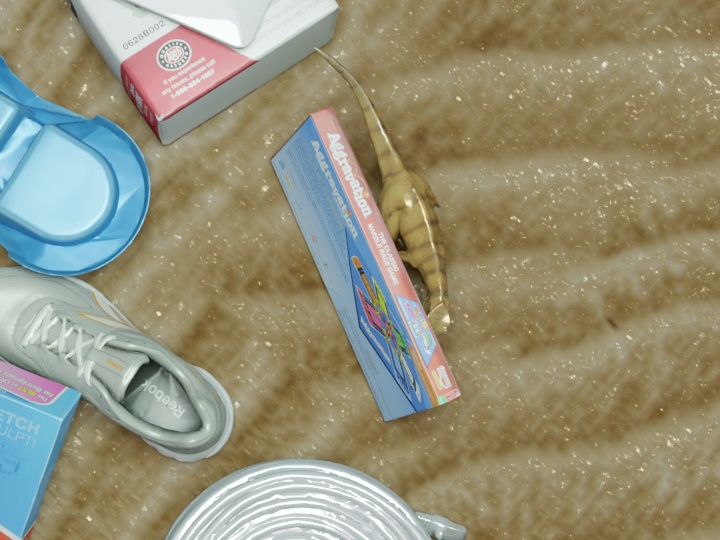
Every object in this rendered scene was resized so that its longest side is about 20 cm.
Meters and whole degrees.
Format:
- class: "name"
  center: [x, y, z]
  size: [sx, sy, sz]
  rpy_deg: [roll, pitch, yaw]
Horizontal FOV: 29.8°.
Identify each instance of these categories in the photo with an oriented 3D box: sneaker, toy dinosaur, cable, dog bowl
- class: "sneaker"
  center: [-0.169, 0.054, 0.876]
  size: [0.200, 0.092, 0.076]
  rpy_deg: [29, 80, -1]
- class: "toy dinosaur"
  center: [0.028, -0.052, 0.899]
  size: [0.060, 0.106, 0.200]
  rpy_deg: [-21, 85, -6]
- class: "cable"
  center: [-0.040, 0.223, 0.880]
  size: [0.200, 0.069, 0.200]
  rpy_deg: [26, 82, -2]
- class: "dog bowl"
  center: [-0.234, -0.072, 0.906]
  size: [0.200, 0.050, 0.112]
  rpy_deg: [31, 82, -1]

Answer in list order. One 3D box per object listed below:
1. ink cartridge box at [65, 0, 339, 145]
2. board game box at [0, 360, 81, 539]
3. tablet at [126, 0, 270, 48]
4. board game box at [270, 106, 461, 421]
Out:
- class: "ink cartridge box"
  center: [-0.129, -0.211, 0.914]
  size: [0.147, 0.083, 0.200]
  rpy_deg: [-34, 88, -8]
- class: "board game box"
  center: [-0.295, 0.109, 0.852]
  size: [0.200, 0.040, 0.153]
  rpy_deg: [22, 111, -2]
- class: "tablet"
  center: [-0.094, -0.255, 0.874]
  size: [0.130, 0.014, 0.200]
  rpy_deg: [23, 79, -3]
- class: "board game box"
  center: [0.000, 0.000, 0.892]
  size: [0.019, 0.103, 0.200]
  rpy_deg: [-22, 86, -21]
